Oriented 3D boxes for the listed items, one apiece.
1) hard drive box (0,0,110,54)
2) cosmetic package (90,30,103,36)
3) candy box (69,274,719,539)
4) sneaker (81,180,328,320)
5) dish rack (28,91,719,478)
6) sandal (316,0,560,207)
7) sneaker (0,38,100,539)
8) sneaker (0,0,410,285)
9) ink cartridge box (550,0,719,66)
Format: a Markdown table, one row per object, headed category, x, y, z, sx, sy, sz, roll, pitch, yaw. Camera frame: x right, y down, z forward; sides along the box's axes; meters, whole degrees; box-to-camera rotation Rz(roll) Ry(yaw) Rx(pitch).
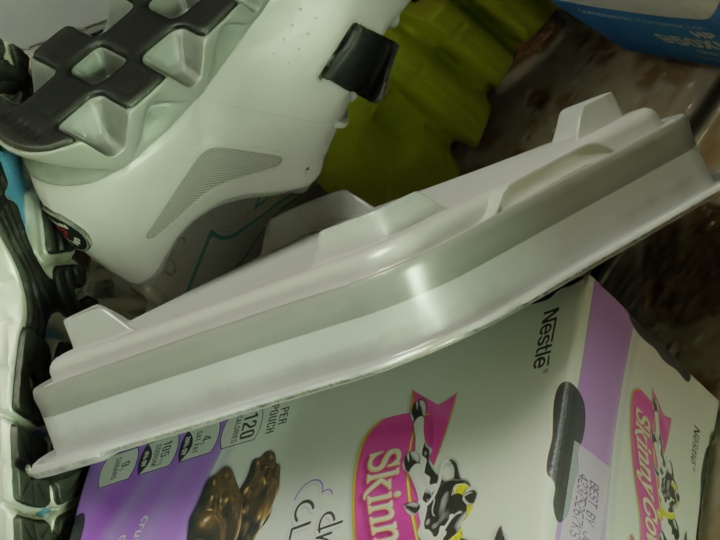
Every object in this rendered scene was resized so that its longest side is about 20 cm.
| category | x | y | z | sx | sy | sz | roll | pitch | yaw |
| --- | --- | --- | --- | --- | --- | --- | --- | --- | --- |
| hard drive box | -0.088 | -0.136 | 1.052 | 0.199 | 0.077 | 0.156 | -17 | 9 | 20 |
| cosmetic package | -0.151 | -0.019 | 1.048 | 0.151 | 0.052 | 0.200 | -40 | 6 | 15 |
| candy box | -0.004 | 0.110 | 0.810 | 0.199 | 0.072 | 0.169 | -20 | 42 | 35 |
| sneaker | -0.074 | 0.005 | 0.974 | 0.070 | 0.080 | 0.201 | 15 | 67 | 23 |
| dish rack | 0.000 | 0.000 | 0.849 | 0.199 | 0.044 | 0.171 | -18 | 6 | 45 |
| sandal | 0.045 | -0.115 | 0.983 | 0.200 | 0.079 | 0.087 | -43 | 30 | 4 |
| sneaker | -0.133 | 0.027 | 0.918 | 0.089 | 0.078 | 0.201 | -12 | 86 | 27 |
| sneaker | -0.025 | -0.076 | 0.920 | 0.200 | 0.089 | 0.074 | -39 | 41 | -13 |
| ink cartridge box | 0.074 | -0.167 | 0.860 | 0.084 | 0.199 | 0.145 | 17 | 82 | 49 |
